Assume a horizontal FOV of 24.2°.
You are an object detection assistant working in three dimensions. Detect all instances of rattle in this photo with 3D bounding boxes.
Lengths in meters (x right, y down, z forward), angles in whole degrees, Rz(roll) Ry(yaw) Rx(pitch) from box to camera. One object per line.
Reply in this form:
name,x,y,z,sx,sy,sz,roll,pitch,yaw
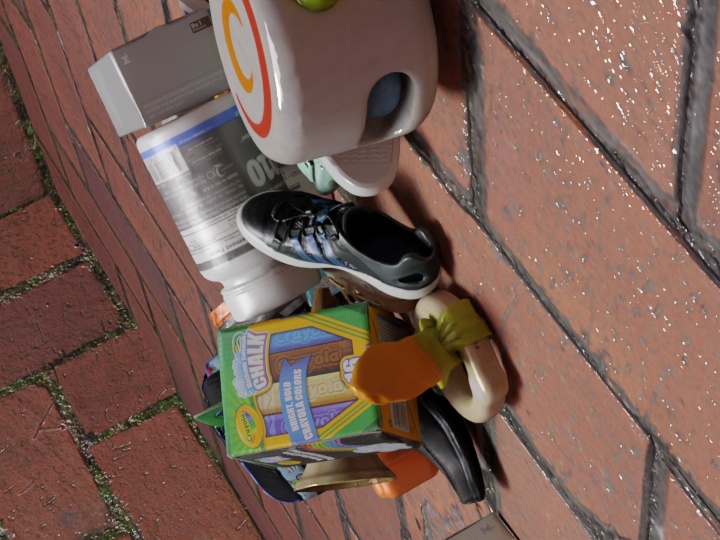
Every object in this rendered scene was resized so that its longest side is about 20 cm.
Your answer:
rattle,0.047,0.104,1.533,0.130,0.143,0.200,49,162,-7

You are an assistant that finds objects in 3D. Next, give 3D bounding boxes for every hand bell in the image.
hand bell,-0.026,0.116,1.691,0.104,0.103,0.201,126,139,-75

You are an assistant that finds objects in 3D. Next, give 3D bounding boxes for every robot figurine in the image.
robot figurine,0.009,0.140,1.784,0.201,0.116,0.144,62,-155,2

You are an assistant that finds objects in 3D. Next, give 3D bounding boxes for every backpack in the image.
backpack,-0.083,0.181,2.103,0.200,0.182,0.135,58,180,-34

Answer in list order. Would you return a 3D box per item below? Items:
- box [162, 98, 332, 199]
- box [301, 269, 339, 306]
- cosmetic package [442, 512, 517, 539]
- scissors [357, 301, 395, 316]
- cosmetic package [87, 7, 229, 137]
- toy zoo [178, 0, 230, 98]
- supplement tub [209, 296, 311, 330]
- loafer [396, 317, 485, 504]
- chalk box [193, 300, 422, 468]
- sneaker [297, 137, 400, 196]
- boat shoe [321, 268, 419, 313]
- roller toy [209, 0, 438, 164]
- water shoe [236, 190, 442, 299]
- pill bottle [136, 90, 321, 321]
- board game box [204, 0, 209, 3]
box,-0.123,-0.121,1.792,0.200,0.109,0.128,52,163,39
box,-0.088,-0.050,1.925,0.200,0.049,0.083,49,161,47
cosmetic package,0.139,0.361,1.772,0.103,0.087,0.201,53,163,39
scissors,0.047,0.072,1.722,0.200,0.014,0.073,51,-167,-7
cosmetic package,-0.197,-0.192,1.654,0.091,0.106,0.200,66,169,-11
toy zoo,-0.128,-0.197,1.656,0.200,0.020,0.132,42,156,58
supplement tub,-0.076,0.100,1.941,0.200,0.122,0.123,52,166,1
loafer,0.057,0.148,1.666,0.201,0.072,0.073,61,-172,2
chalk box,-0.058,0.115,1.590,0.125,0.199,0.125,30,-128,-67
sneaker,-0.011,-0.101,1.480,0.201,0.073,0.119,-117,16,-47
boat shoe,0.000,0.000,1.636,0.200,0.073,0.070,28,137,66
roller toy,-0.025,-0.181,1.245,0.200,0.139,0.183,-142,39,-65
water shoe,-0.019,-0.040,1.505,0.199,0.072,0.079,18,152,14
pill bottle,-0.122,-0.060,1.608,0.201,0.113,0.114,63,167,-8
board game box,-0.089,-0.211,1.627,0.200,0.046,0.152,47,159,50
